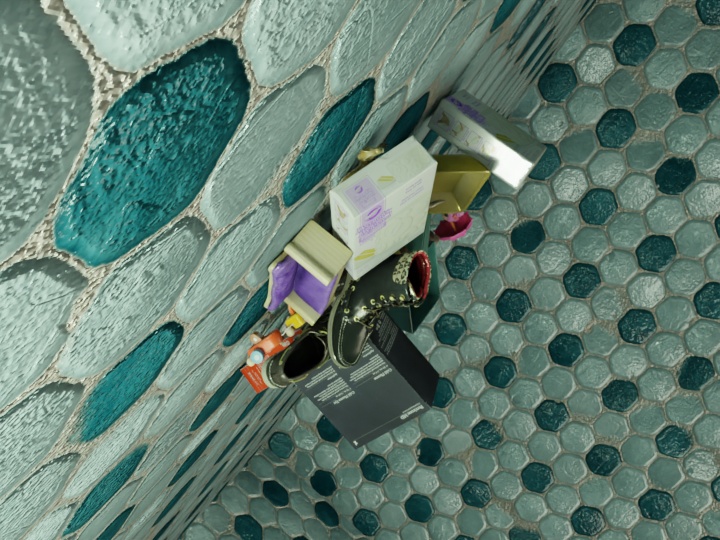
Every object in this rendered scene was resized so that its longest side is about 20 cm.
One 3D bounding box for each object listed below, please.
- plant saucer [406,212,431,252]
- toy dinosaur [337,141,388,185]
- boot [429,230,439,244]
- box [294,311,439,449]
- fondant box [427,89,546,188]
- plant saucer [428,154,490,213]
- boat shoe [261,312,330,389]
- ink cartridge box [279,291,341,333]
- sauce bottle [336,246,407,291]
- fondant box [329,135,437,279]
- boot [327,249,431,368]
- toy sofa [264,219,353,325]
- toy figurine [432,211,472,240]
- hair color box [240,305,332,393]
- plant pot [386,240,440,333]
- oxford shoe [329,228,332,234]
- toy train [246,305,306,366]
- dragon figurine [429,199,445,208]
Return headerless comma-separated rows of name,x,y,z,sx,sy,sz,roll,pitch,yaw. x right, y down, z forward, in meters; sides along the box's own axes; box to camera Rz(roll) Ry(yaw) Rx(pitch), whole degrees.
plant saucer,0.109,-0.119,1.268,0.019,0.068,0.204,50,46,-67
toy dinosaur,-0.001,-0.129,0.934,0.100,0.058,0.201,-28,158,-35
boot,0.106,-0.093,1.387,0.200,0.144,0.071,128,-14,-71
box,0.013,0.203,1.182,0.199,0.183,0.104,-34,-168,30
fondant box,0.237,-0.246,1.166,0.059,0.199,0.144,-59,170,32
plant saucer,0.117,-0.160,1.157,0.200,0.195,0.050,109,-21,-74
boat shoe,-0.080,0.133,1.085,0.060,0.073,0.201,-18,-165,48
ink cartridge box,-0.091,0.075,1.311,0.116,0.068,0.201,-44,171,-51
sauce bottle,0.000,0.000,1.177,0.197,0.065,0.065,-21,159,-30
fondant box,0.031,-0.084,0.918,0.143,0.058,0.201,-35,159,-14
boot,0.028,0.058,1.012,0.152,0.073,0.207,-3,-114,51
toy sofa,-0.083,0.019,0.962,0.098,0.082,0.200,-50,174,-24
toy figurine,0.173,-0.152,1.413,0.151,0.183,0.200,-49,173,-17
hair color box,-0.132,0.151,1.226,0.199,0.064,0.111,-36,-176,36
plant pot,0.049,0.020,1.350,0.141,0.197,0.144,-46,135,-44
oxford shoe,0.001,-0.067,1.079,0.200,0.075,0.070,-47,175,32
toy train,-0.137,0.089,1.139,0.149,0.056,0.200,-36,-175,17
dragon figurine,0.052,-0.094,1.144,0.199,0.100,0.059,-41,141,2
